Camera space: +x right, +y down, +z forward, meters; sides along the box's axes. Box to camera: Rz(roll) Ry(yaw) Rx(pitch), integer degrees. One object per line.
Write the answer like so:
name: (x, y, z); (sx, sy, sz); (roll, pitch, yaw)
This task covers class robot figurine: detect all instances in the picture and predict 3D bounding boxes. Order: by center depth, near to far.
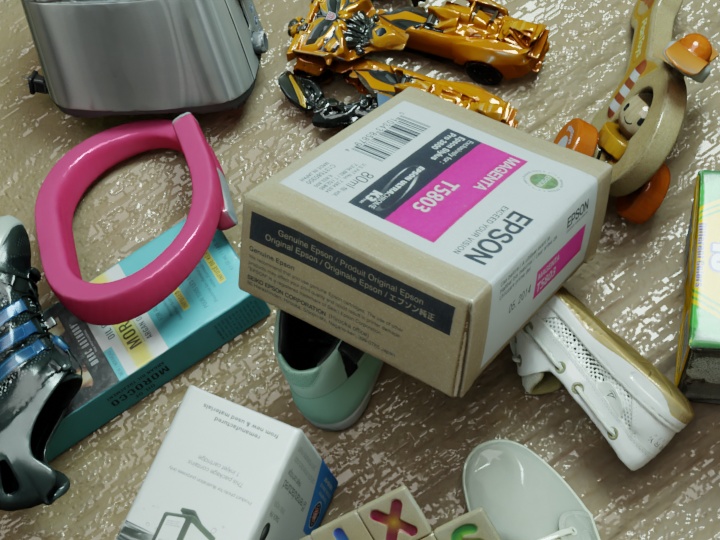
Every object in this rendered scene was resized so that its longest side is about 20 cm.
robot figurine: (0.034, -0.164, 1.029); (0.198, 0.058, 0.146); (18, 71, 15)

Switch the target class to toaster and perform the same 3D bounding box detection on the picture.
toaster: (-0.173, -0.196, 1.026); (0.197, 0.130, 0.114); (0, 47, 9)

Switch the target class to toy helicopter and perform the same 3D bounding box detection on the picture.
toy helicopter: (0.206, -0.142, 0.964); (0.078, 0.132, 0.201); (25, 53, -12)

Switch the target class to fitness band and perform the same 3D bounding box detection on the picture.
fitness band: (-0.166, -0.044, 0.985); (0.143, 0.038, 0.201); (-27, 41, 3)

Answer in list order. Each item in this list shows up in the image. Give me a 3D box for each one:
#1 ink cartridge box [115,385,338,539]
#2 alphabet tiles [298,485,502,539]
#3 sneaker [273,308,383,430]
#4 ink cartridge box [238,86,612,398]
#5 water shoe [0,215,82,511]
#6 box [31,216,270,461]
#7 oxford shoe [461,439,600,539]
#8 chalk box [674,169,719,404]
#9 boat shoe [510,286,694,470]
ink cartridge box: (-0.100, 0.195, 0.862); (0.084, 0.146, 0.202); (20, 74, 15)
alphabet tiles: (0.034, 0.234, 0.827); (0.165, 0.006, 0.201); (-28, 101, 13)
sneaker: (0.000, 0.000, 0.937); (0.073, 0.118, 0.202); (13, 70, 16)
ink cartridge box: (0.045, -0.028, 0.865); (0.164, 0.076, 0.200); (24, 38, 23)
water shoe: (-0.224, 0.062, 0.927); (0.078, 0.072, 0.202); (-1, 75, 4)
box: (-0.171, 0.046, 0.985); (0.199, 0.049, 0.083); (-34, 67, -5)
oxford shoe: (0.127, 0.193, 0.874); (0.075, 0.058, 0.201); (-27, 65, 0)
chalk box: (0.309, 0.019, 0.876); (0.198, 0.125, 0.125); (5, 69, 10)
boat shoe: (0.131, 0.053, 0.921); (0.070, 0.071, 0.200); (-51, 56, 11)
